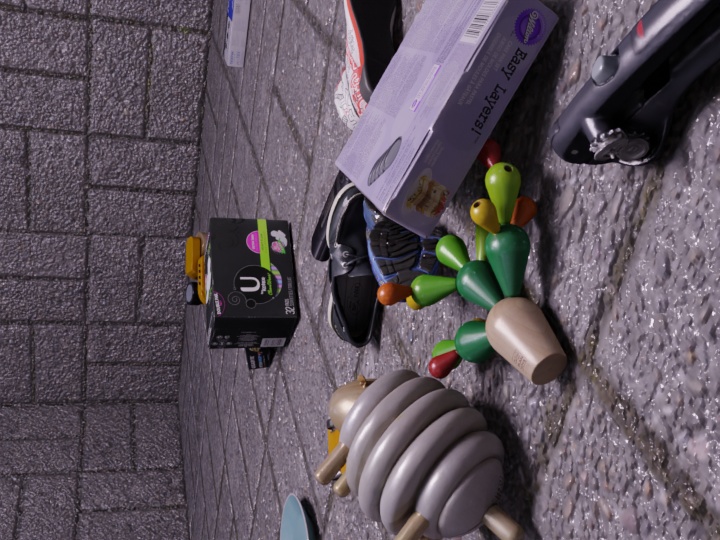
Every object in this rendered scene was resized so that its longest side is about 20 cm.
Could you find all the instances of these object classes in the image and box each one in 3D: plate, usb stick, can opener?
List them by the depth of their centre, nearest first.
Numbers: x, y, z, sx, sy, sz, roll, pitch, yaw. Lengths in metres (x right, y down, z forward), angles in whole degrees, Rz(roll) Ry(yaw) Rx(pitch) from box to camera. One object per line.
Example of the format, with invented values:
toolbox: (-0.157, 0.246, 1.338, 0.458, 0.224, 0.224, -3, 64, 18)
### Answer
can opener: (0.167, -0.122, 0.420, 0.200, 0.063, 0.080, 126, 143, -61)
usb stick: (-0.033, -0.083, 1.087, 0.201, 0.032, 0.056, 117, 156, -53)
plate: (-0.094, 0.453, 1.233, 0.200, 0.025, 0.203, -178, 90, -71)

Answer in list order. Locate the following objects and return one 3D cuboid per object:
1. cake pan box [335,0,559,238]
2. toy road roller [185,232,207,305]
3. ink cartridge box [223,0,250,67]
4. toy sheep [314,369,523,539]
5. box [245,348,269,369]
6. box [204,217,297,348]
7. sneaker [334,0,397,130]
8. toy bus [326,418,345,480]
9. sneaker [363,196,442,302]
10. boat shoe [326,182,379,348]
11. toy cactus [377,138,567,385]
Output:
cake pan box: (0.061, -0.146, 0.658, 0.202, 0.052, 0.184, -60, 23, 8)
toy road roller: (-0.350, -0.005, 1.939, 0.146, 0.122, 0.203, -27, 62, 53)
ink cartridge box: (-0.313, -0.628, 1.993, 0.094, 0.044, 0.202, -119, 36, -55)
toy sheep: (0.049, 0.157, 0.642, 0.199, 0.137, 0.139, 36, 129, 29)
box: (-0.210, 0.069, 1.549, 0.160, 0.045, 0.202, 96, 167, -59)
box: (-0.200, 0.023, 1.407, 0.125, 0.146, 0.202, 116, 150, -55)
sneaker: (0.002, -0.269, 0.942, 0.108, 0.066, 0.204, 142, 125, -64)
toy bus: (0.022, 0.171, 0.813, 0.200, 0.077, 0.066, 129, 138, -62)
sneaker: (0.042, -0.015, 0.790, 0.201, 0.074, 0.079, -91, 0, -66)
boat shoe: (-0.002, 0.000, 0.917, 0.066, 0.073, 0.202, -124, 39, -58)
toy cactus: (0.095, 0.018, 0.608, 0.166, 0.101, 0.202, 56, 133, 46)
